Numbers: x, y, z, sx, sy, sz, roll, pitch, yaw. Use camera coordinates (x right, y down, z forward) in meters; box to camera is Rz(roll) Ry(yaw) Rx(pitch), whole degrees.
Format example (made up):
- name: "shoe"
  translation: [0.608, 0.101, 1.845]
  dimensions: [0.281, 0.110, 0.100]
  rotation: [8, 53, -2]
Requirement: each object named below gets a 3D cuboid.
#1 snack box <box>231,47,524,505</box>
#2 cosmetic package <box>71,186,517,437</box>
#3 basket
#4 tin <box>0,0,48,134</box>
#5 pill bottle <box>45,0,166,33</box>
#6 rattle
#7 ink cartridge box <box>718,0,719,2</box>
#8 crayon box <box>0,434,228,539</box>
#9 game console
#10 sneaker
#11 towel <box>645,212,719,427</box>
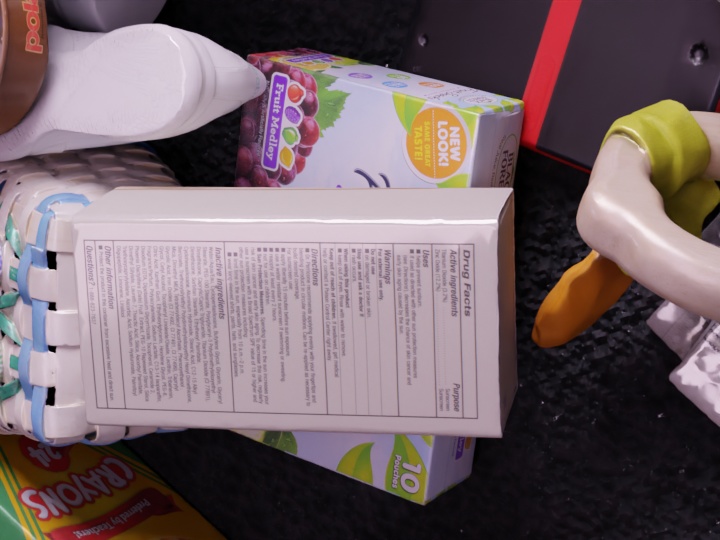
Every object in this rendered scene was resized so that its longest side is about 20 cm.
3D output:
- name: "snack box"
  translation: [0.000, 0.000, 0.914]
  dimensions: [0.141, 0.053, 0.202]
  rotation: [16, 109, 29]
- name: "cosmetic package"
  translation: [-0.028, 0.017, 0.834]
  dimensions: [0.198, 0.073, 0.105]
  rotation: [1, 105, 10]
- name: "basket"
  translation: [-0.168, 0.001, 0.975]
  dimensions: [0.200, 0.138, 0.178]
  rotation: [24, 114, 60]
- name: "tin"
  translation: [-0.233, -0.111, 0.908]
  dimensions: [0.199, 0.042, 0.113]
  rotation: [-9, 84, 39]
- name: "pill bottle"
  translation: [-0.202, -0.187, 0.967]
  dimensions: [0.198, 0.111, 0.112]
  rotation: [18, 106, 23]
- name: "rattle"
  translation: [0.183, 0.023, 0.787]
  dimensions: [0.198, 0.130, 0.144]
  rotation: [21, 114, 6]
- name: "ink cartridge box"
  translation: [0.250, -0.130, 0.735]
  dimensions: [0.199, 0.083, 0.147]
  rotation: [36, 103, 10]
- name: "crayon box"
  translation: [-0.135, 0.163, 0.981]
  dimensions: [0.200, 0.127, 0.051]
  rotation: [40, 113, 15]
- name: "game console"
  translation: [0.117, -0.150, 0.859]
  dimensions: [0.176, 0.031, 0.202]
  rotation: [26, 108, 28]
- name: "sneaker"
  translation: [-0.140, -0.092, 0.917]
  dimensions: [0.198, 0.088, 0.076]
  rotation: [7, 98, 33]
- name: "towel"
  translation: [0.250, 0.025, 0.811]
  dimensions: [0.200, 0.034, 0.193]
  rotation: [44, 115, 15]
